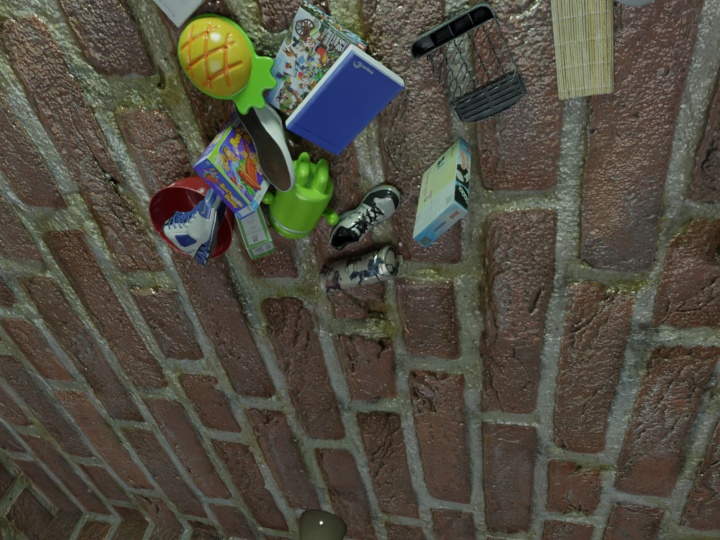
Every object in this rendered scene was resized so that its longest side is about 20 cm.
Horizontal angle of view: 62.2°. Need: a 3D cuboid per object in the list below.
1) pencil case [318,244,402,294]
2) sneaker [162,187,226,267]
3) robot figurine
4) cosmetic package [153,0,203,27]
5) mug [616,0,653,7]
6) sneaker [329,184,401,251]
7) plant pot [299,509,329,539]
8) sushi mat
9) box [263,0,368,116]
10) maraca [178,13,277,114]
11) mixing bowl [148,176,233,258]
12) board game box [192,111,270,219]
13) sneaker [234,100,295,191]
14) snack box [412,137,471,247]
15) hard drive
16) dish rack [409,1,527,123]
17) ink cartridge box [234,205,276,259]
[{"bbox_3d":[0.000,0.000,1.400,0.197,0.089,0.079,-15,98,28],"label":"pencil case"},{"bbox_3d":[-0.359,-0.097,1.267,0.113,0.081,0.201,23,135,-8],"label":"sneaker"},{"bbox_3d":[-0.130,-0.150,1.272,0.172,0.117,0.201,14,137,-21],"label":"robot figurine"},{"bbox_3d":[-0.334,-0.548,1.016,0.149,0.052,0.200,-27,119,32],"label":"cosmetic package"},{"bbox_3d":[0.386,-0.480,0.812,0.200,0.147,0.176,47,143,14],"label":"mug"},{"bbox_3d":[0.010,-0.105,1.293,0.075,0.088,0.199,41,129,-19],"label":"sneaker"},{"bbox_3d":[-0.163,1.076,2.395,0.196,0.136,0.203,8,134,9],"label":"plant pot"},{"bbox_3d":[0.368,-0.380,0.983,0.094,0.012,0.202,-4,130,21],"label":"sushi mat"},{"bbox_3d":[-0.092,-0.373,1.112,0.135,0.038,0.200,30,133,-11],"label":"box"},{"bbox_3d":[-0.245,-0.378,1.096,0.199,0.107,0.138,36,113,-2],"label":"maraca"},{"bbox_3d":[-0.367,-0.138,1.362,0.196,0.109,0.203,8,134,9],"label":"mixing bowl"},{"bbox_3d":[-0.234,-0.217,1.185,0.044,0.202,0.135,-21,124,31],"label":"board game box"},{"bbox_3d":[-0.167,-0.258,1.177,0.072,0.084,0.203,-20,97,35],"label":"sneaker"},{"bbox_3d":[0.156,-0.149,1.127,0.037,0.202,0.116,31,134,-18],"label":"snack box"},{"bbox_3d":[-0.030,-0.311,1.116,0.130,0.026,0.199,20,135,-37],"label":"hard drive"},{"bbox_3d":[0.195,-0.348,1.037,0.151,0.055,0.201,-17,125,30],"label":"dish rack"},{"bbox_3d":[-0.246,-0.135,1.295,0.058,0.203,0.104,-20,171,-7],"label":"ink cartridge box"}]
